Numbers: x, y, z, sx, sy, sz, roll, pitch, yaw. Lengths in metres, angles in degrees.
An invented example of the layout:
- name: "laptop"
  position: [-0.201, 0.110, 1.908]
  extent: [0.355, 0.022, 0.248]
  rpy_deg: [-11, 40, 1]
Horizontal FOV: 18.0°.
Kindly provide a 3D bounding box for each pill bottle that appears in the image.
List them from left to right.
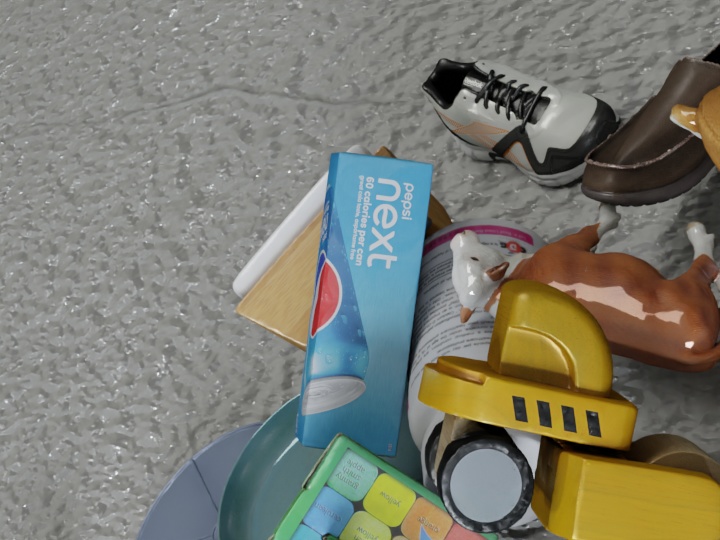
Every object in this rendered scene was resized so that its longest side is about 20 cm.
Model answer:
- name: "pill bottle"
  position: [0.087, 0.070, 1.559]
  extent: [0.113, 0.113, 0.201]
  rpy_deg: [-32, 35, 26]

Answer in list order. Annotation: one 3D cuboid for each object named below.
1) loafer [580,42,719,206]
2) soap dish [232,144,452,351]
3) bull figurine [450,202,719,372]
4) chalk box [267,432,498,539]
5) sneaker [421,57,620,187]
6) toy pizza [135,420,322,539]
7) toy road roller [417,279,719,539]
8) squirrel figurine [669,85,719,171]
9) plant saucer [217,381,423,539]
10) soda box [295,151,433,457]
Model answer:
- name: "loafer"
  position: [0.220, -0.112, 1.554]
  extent: [0.200, 0.071, 0.073]
  rpy_deg: [-36, 32, -29]
- name: "soap dish"
  position: [0.000, 0.000, 1.687]
  extent: [0.081, 0.200, 0.158]
  rpy_deg: [42, 92, 18]
- name: "bull figurine"
  position: [0.158, 0.010, 1.494]
  extent: [0.199, 0.066, 0.122]
  rpy_deg: [21, 45, 23]
- name: "chalk box"
  position: [0.002, 0.189, 1.451]
  extent: [0.124, 0.124, 0.200]
  rpy_deg: [-56, -1, -11]
- name: "sneaker"
  position: [0.118, -0.119, 1.754]
  extent: [0.199, 0.080, 0.074]
  rpy_deg: [13, 65, 54]
- name: "toy pizza"
  position: [-0.093, 0.203, 1.717]
  extent: [0.199, 0.032, 0.201]
  rpy_deg: [-26, 40, 25]
- name: "toy road roller"
  position: [0.133, 0.088, 1.371]
  extent: [0.123, 0.198, 0.147]
  rpy_deg: [-121, 43, -85]
- name: "squirrel figurine"
  position: [0.271, -0.071, 1.405]
  extent: [0.141, 0.186, 0.201]
  rpy_deg: [-28, 37, 31]
- name: "plant saucer"
  position: [-0.011, 0.160, 1.636]
  extent: [0.199, 0.027, 0.201]
  rpy_deg: [-19, 45, 20]
- name: "soda box"
  position: [0.002, 0.023, 1.561]
  extent: [0.064, 0.067, 0.202]
  rpy_deg: [-167, 84, -84]
